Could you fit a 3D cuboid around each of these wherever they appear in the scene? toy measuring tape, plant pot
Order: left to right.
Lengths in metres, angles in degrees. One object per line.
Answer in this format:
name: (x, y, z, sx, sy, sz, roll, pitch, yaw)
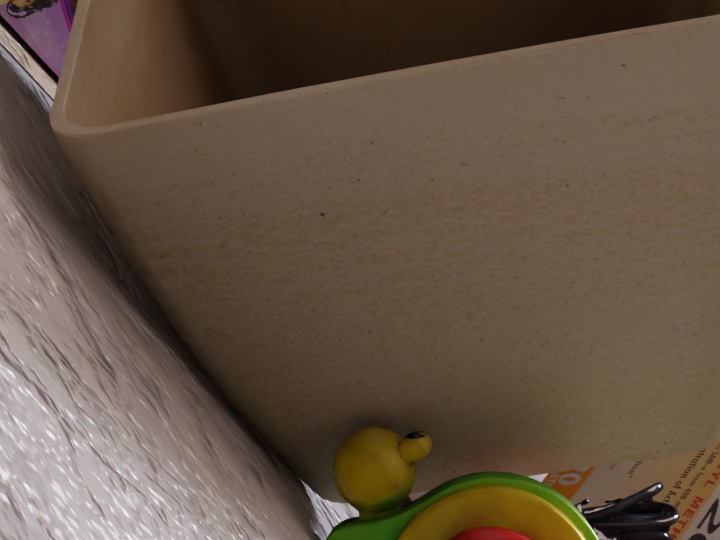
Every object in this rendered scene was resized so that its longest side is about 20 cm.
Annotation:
plant pot: (0.034, -0.042, 0.649, 0.200, 0.199, 0.178, -89, 167, -53)
toy measuring tape: (0.062, 0.125, 0.605, 0.200, 0.073, 0.074, 54, 2, 3)

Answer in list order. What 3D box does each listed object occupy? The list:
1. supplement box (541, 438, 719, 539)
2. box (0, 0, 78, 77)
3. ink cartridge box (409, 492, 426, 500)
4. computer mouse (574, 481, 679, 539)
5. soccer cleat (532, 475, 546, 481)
supplement box: (0.163, 0.121, 0.886, 0.199, 0.126, 0.074, 4, -44, 52)
box: (-0.069, -0.127, 0.761, 0.039, 0.137, 0.200, 54, 3, 34)
ink cartridge box: (0.000, 0.000, 0.937, 0.200, 0.087, 0.145, 54, 2, 32)
computer mouse: (0.022, 0.054, 0.780, 0.200, 0.109, 0.044, 48, -39, 42)
soccer cleat: (0.060, 0.075, 1.148, 0.200, 0.076, 0.067, 53, 3, -38)
